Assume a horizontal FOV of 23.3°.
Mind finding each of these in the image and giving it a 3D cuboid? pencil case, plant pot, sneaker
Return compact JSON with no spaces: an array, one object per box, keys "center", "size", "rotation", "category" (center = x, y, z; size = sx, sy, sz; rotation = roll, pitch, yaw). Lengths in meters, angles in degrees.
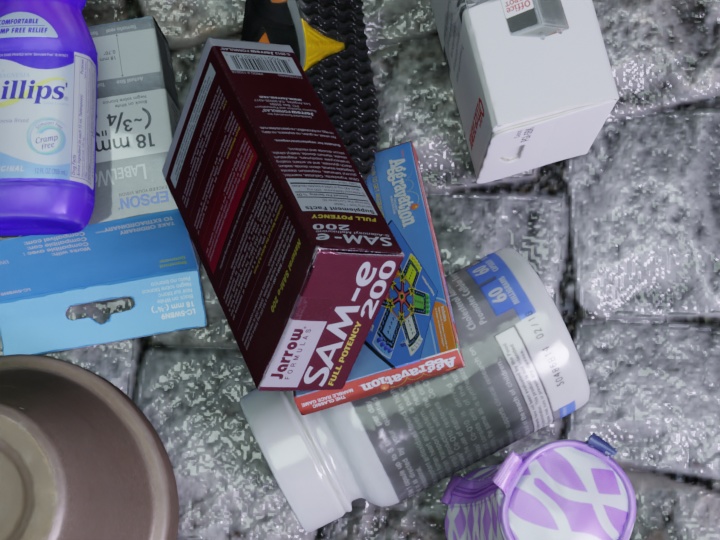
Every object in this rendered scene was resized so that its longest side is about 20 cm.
[{"center":[0.101,0.148,1.044],"size":[0.085,0.200,0.084],"rotation":[25,76,0],"category":"pencil case"},{"center":[-0.219,0.145,1.063],"size":[0.199,0.175,0.202],"rotation":[0,81,1],"category":"plant pot"},{"center":[-0.041,-0.122,1.155],"size":[0.070,0.090,0.202],"rotation":[6,74,-33],"category":"sneaker"}]

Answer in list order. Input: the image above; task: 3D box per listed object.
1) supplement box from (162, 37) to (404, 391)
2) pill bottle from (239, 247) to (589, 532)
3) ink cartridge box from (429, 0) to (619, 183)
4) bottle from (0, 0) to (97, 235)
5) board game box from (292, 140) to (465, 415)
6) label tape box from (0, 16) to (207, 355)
[{"center":[-0.051,-0.036,1.034],"size":[0.061,0.109,0.201],"rotation":[2,41,-29],"category":"supplement box"},{"center":[0.032,0.078,1.099],"size":[0.199,0.114,0.114],"rotation":[-27,81,-4],"category":"pill bottle"},{"center":[0.094,-0.174,1.125],"size":[0.082,0.147,0.201],"rotation":[-13,81,-3],"category":"ink cartridge box"},{"center":[-0.207,-0.124,1.099],"size":[0.083,0.065,0.201],"rotation":[0,80,4],"category":"bottle"},{"center":[0.000,0.000,1.094],"size":[0.102,0.020,0.201],"rotation":[-18,41,8],"category":"board game box"},{"center":[-0.186,-0.054,1.152],"size":[0.143,0.063,0.201],"rotation":[-10,80,0],"category":"label tape box"}]
